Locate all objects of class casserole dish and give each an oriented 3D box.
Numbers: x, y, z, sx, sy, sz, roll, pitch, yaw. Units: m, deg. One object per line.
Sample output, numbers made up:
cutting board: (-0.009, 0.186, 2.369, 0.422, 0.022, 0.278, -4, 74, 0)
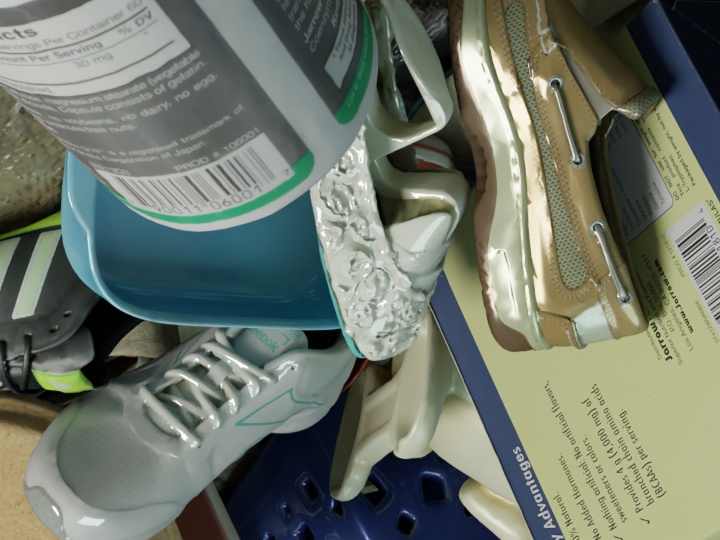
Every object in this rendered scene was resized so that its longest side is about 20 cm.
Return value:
casserole dish: (-0.052, -0.038, 0.639, 0.039, 0.122, 0.200, 7, -178, 42)

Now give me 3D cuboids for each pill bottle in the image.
pill bottle: (-0.078, -0.104, 0.459, 0.113, 0.113, 0.200, -31, 146, 5)

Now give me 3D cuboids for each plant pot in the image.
plant pot: (0.038, 0.194, 1.037, 0.199, 0.180, 0.200, -10, 148, -35)

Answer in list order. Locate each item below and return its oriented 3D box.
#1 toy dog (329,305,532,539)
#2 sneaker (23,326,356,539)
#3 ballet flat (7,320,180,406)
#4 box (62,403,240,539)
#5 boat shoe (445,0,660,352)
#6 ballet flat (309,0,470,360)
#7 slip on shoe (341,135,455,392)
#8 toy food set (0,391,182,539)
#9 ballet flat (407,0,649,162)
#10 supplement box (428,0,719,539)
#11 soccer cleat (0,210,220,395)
toy dog: (0.103, 0.073, 0.843, 0.199, 0.194, 0.140, 20, 145, -14)
sneaker: (-0.068, 0.053, 0.687, 0.200, 0.070, 0.080, -32, 164, -45)
ballet flat: (-0.179, 0.066, 0.737, 0.200, 0.062, 0.067, -28, 157, -1)
box: (-0.169, 0.153, 0.803, 0.200, 0.153, 0.106, -27, 154, -6)
boat shoe: (0.082, -0.069, 0.613, 0.076, 0.201, 0.072, -5, -168, 22)
ballet flat: (0.008, -0.046, 0.611, 0.072, 0.072, 0.201, -23, 121, -11)
slip on shoe: (0.000, 0.000, 0.782, 0.074, 0.061, 0.200, 7, 142, -17)
toy food set: (-0.176, 0.155, 0.697, 0.200, 0.198, 0.049, -28, -177, -6)
ballet flat: (0.106, -0.099, 0.719, 0.200, 0.070, 0.069, -38, 153, 20)
supplement box: (0.156, 0.019, 0.683, 0.134, 0.200, 0.200, -5, 152, -37)
soccer cleat: (-0.157, 0.025, 0.662, 0.199, 0.081, 0.068, -25, 154, -7)
